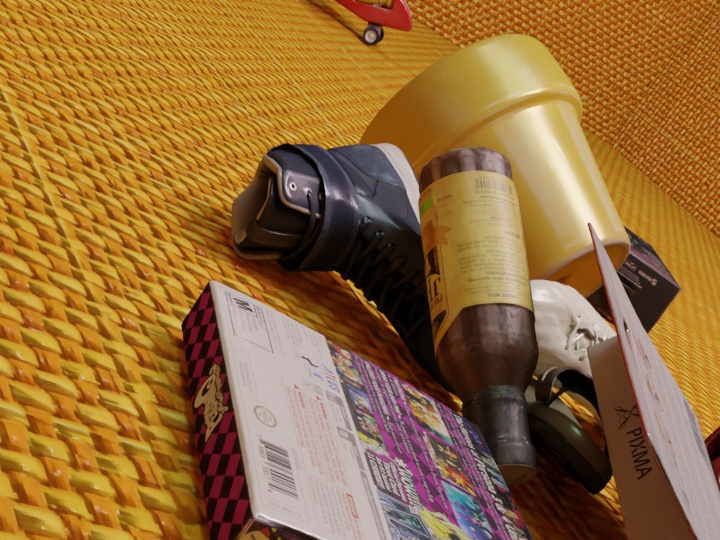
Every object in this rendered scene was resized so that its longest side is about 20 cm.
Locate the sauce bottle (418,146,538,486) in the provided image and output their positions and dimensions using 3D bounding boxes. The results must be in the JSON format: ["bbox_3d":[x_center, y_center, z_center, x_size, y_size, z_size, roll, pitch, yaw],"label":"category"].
[{"bbox_3d":[0.072,0.025,0.766,0.064,0.064,0.203,22,52,-40],"label":"sauce bottle"}]

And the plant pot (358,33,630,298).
[{"bbox_3d":[0.122,-0.060,1.082,0.200,0.200,0.190,9,46,-60],"label":"plant pot"}]

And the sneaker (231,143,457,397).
[{"bbox_3d":[-0.001,0.001,0.824,0.145,0.077,0.204,0,50,-45],"label":"sneaker"}]

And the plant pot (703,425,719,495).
[{"bbox_3d":[0.311,0.157,0.832,0.199,0.184,0.201,31,16,-10],"label":"plant pot"}]

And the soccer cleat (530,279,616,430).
[{"bbox_3d":[0.174,0.072,0.940,0.200,0.070,0.077,42,-9,-38],"label":"soccer cleat"}]

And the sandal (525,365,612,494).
[{"bbox_3d":[0.138,0.096,0.830,0.079,0.058,0.201,38,1,-1],"label":"sandal"}]

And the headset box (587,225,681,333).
[{"bbox_3d":[0.270,-0.014,1.459,0.148,0.078,0.200,34,13,-7],"label":"headset box"}]

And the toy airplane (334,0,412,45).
[{"bbox_3d":[-0.013,-0.480,2.115,0.198,0.142,0.200,20,22,-45],"label":"toy airplane"}]

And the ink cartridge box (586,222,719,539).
[{"bbox_3d":[0.162,0.097,0.734,0.177,0.044,0.201,56,19,-28],"label":"ink cartridge box"}]

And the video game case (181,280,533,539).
[{"bbox_3d":[0.005,0.099,0.597,0.180,0.036,0.201,30,17,-24],"label":"video game case"}]
